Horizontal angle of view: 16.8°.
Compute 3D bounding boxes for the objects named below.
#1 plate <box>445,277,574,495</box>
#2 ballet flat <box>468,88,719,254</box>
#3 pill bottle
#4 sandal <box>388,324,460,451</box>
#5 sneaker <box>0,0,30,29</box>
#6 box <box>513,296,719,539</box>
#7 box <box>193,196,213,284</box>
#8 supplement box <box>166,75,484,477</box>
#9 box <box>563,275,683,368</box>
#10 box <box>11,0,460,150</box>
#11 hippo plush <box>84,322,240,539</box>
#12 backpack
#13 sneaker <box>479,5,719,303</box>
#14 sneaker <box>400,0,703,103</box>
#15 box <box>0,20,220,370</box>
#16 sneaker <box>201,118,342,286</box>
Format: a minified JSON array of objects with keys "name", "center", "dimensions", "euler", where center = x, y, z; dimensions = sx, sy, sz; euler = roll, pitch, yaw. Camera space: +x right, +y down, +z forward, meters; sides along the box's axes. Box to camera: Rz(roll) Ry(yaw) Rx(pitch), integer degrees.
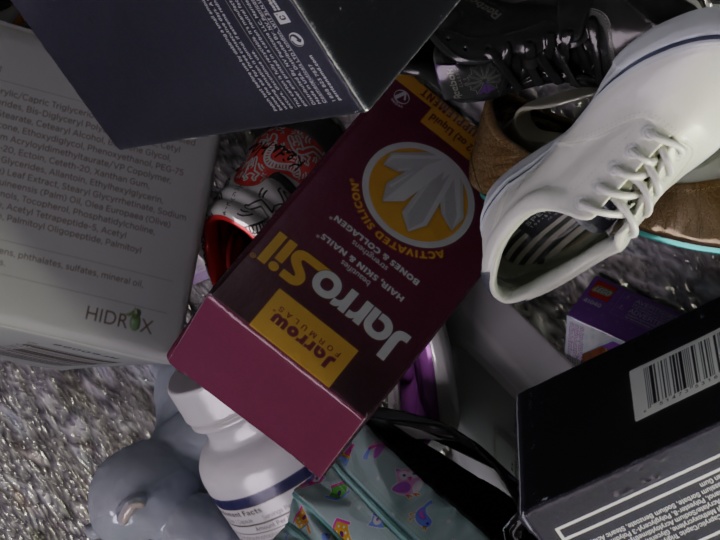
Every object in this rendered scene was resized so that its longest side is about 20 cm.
[{"name":"plate","center":[0.108,0.119,1.478],"dimensions":[0.200,0.032,0.200],"euler":[46,154,36]},{"name":"ballet flat","center":[0.141,-0.060,1.283],"dimensions":[0.200,0.068,0.073],"euler":[16,122,37]},{"name":"pill bottle","center":[-0.032,0.131,1.550],"dimensions":[0.120,0.120,0.200],"euler":[-12,116,50]},{"name":"sandal","center":[0.028,0.073,1.495],"dimensions":[0.203,0.050,0.083],"euler":[91,163,-65]},{"name":"sneaker","center":[-0.155,-0.153,1.457],"dimensions":[0.199,0.076,0.092],"euler":[12,164,26]},{"name":"box","center":[0.214,0.126,1.295],"dimensions":[0.200,0.123,0.199],"euler":[-26,115,16]},{"name":"box","center":[-0.149,-0.001,1.645],"dimensions":[0.039,0.041,0.200],"euler":[49,147,-14]},{"name":"supplement box","center":[0.000,0.000,1.352],"dimensions":[0.110,0.200,0.086],"euler":[38,147,2]},{"name":"box","center":[0.186,0.104,1.446],"dimensions":[0.137,0.039,0.200],"euler":[25,145,21]},{"name":"box","center":[-0.031,-0.165,1.145],"dimensions":[0.182,0.200,0.104],"euler":[-3,129,47]},{"name":"hippo plush","center":[-0.106,0.125,1.644],"dimensions":[0.200,0.161,0.159],"euler":[41,148,-4]},{"name":"backpack","center":[0.046,0.170,1.404],"dimensions":[0.200,0.127,0.167],"euler":[38,171,31]},{"name":"sneaker","center":[0.132,-0.049,1.201],"dimensions":[0.073,0.071,0.200],"euler":[27,132,-20]},{"name":"sneaker","center":[0.083,-0.111,1.241],"dimensions":[0.199,0.088,0.076],"euler":[14,140,32]},{"name":"box","center":[-0.214,-0.043,1.446],"dimensions":[0.199,0.172,0.199],"euler":[15,170,-25]},{"name":"sneaker","center":[-0.038,0.007,1.483],"dimensions":[0.067,0.108,0.202],"euler":[15,140,32]}]
